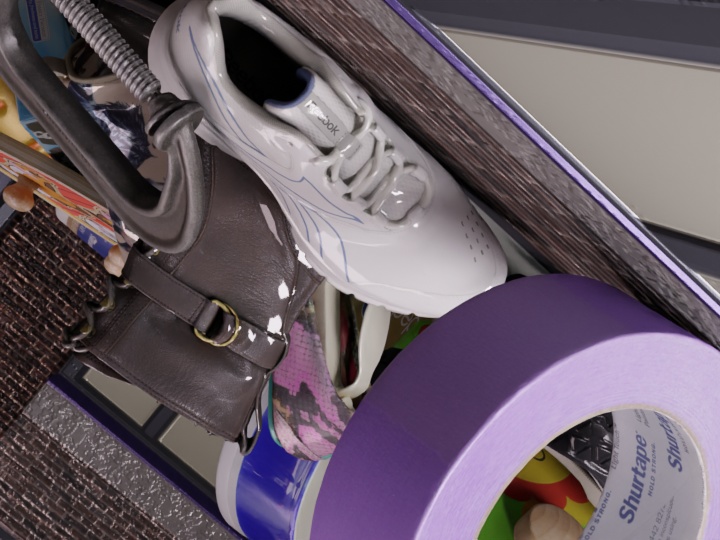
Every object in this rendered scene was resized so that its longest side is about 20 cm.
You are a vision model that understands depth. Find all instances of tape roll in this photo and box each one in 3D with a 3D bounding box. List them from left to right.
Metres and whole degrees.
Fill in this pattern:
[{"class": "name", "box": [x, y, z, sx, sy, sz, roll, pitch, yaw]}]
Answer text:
[{"class": "tape roll", "box": [0.077, 0.105, 1.048, 0.066, 0.200, 0.200, 34, 173, 47]}]

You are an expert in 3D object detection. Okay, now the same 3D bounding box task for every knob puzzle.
[{"class": "knob puzzle", "box": [-0.157, -0.025, 1.486, 0.219, 0.031, 0.220, 31, 173, 4]}]

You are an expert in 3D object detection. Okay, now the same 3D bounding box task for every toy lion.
[{"class": "toy lion", "box": [0.103, 0.109, 1.374, 0.199, 0.069, 0.192, 12, -135, -39]}]

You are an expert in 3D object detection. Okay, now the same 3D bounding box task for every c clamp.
[{"class": "c clamp", "box": [-0.131, -0.102, 1.132, 0.200, 0.027, 0.171, 51, 150, 8]}]

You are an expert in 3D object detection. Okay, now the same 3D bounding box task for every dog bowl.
[{"class": "dog bowl", "box": [-0.009, 0.124, 1.803, 0.079, 0.200, 0.200, 32, 172, 28]}]

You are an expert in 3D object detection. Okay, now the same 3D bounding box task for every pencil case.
[{"class": "pencil case", "box": [-0.104, -0.041, 1.319, 0.078, 0.089, 0.201, -82, -17, -56]}]

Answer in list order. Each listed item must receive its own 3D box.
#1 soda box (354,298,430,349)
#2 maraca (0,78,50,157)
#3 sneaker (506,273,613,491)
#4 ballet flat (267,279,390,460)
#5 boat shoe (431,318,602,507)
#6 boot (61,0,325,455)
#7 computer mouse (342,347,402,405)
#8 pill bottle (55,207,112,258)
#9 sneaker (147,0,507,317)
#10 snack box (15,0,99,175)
[{"class": "soda box", "box": [0.000, 0.000, 1.446, 0.068, 0.064, 0.200, 38, 174, 23]}, {"class": "maraca", "box": [-0.190, -0.108, 1.635, 0.137, 0.107, 0.200, 47, -179, 34]}, {"class": "sneaker", "box": [0.129, 0.065, 1.211, 0.200, 0.072, 0.083, 43, -162, -24]}, {"class": "ballet flat", "box": [-0.017, -0.004, 1.266, 0.071, 0.201, 0.069, -13, 166, 28]}, {"class": "boat shoe", "box": [0.122, 0.067, 1.308, 0.200, 0.073, 0.063, 46, 131, -5]}, {"class": "boot", "box": [-0.091, -0.026, 1.214, 0.200, 0.174, 0.069, 39, -170, 2]}, {"class": "computer mouse", "box": [-0.006, 0.043, 1.321, 0.200, 0.058, 0.034, 30, 146, 49]}, {"class": "pill bottle", "box": [-0.116, -0.021, 1.818, 0.200, 0.111, 0.111, 39, 175, 3]}, {"class": "sneaker", "box": [-0.013, -0.050, 1.110, 0.200, 0.075, 0.087, 40, 169, -6]}, {"class": "snack box", "box": [-0.170, -0.119, 1.449, 0.200, 0.037, 0.117, 63, -164, -78]}]
